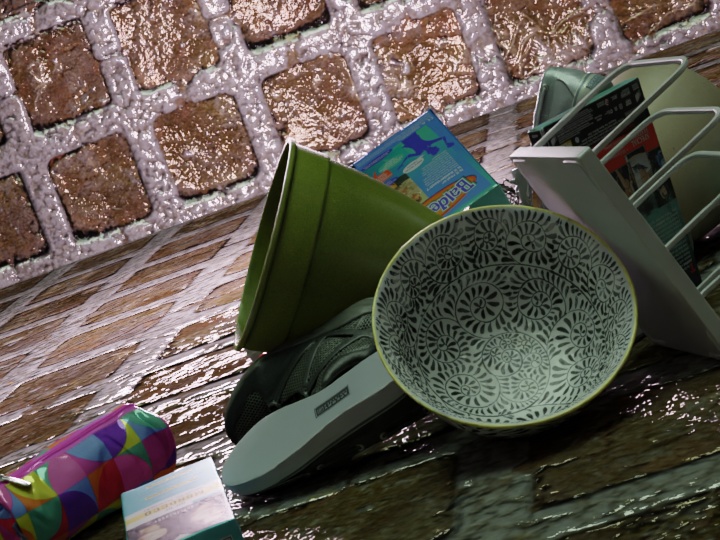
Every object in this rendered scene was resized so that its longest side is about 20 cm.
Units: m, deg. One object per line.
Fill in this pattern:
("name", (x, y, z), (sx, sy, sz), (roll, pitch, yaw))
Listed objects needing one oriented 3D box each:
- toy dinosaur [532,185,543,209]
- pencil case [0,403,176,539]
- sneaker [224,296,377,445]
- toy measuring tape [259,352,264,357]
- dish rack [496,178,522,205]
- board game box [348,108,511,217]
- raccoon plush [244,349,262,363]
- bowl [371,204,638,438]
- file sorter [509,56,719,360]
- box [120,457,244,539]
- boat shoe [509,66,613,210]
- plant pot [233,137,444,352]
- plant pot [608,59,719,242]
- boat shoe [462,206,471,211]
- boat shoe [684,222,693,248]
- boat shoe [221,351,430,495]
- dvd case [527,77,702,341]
("toy dinosaur", (0.143, 0.028, 1.409), (0.060, 0.106, 0.201), (-31, -29, -36))
("pencil case", (-0.253, 0.186, 1.498), (0.088, 0.089, 0.199), (-11, 12, 43))
("sneaker", (-0.043, 0.112, 1.478), (0.199, 0.076, 0.115), (-32, 25, 20))
("toy measuring tape", (-0.049, 0.088, 1.651), (0.073, 0.074, 0.200), (-25, 10, -24))
("dish rack", (0.134, -0.066, 1.852), (0.152, 0.055, 0.200), (8, 13, -28))
("board game box", (0.055, -0.072, 1.761), (0.152, 0.045, 0.200), (-35, 33, 1))
("raccoon plush", (-0.023, 0.056, 1.848), (0.201, 0.096, 0.134), (-54, 30, 7))
("bowl", (0.111, 0.057, 1.314), (0.199, 0.095, 0.202), (-3, 54, 4))
("file sorter", (0.242, -0.050, 1.325), (0.124, 0.200, 0.139), (-41, 14, -9))
("box", (-0.132, 0.197, 1.277), (0.082, 0.050, 0.200), (-22, 9, -7))
("boat shoe", (0.173, -0.090, 1.527), (0.071, 0.202, 0.070), (24, 33, 26))
("plant pot", (0.000, 0.000, 1.577), (0.191, 0.202, 0.200), (15, 7, -7))
("plant pot", (0.257, -0.072, 1.661), (0.187, 0.188, 0.200), (-9, 29, 50))
("boat shoe", (0.080, 0.026, 1.453), (0.072, 0.068, 0.201), (-47, 12, 41))
("boat shoe", (0.214, 0.009, 1.540), (0.201, 0.075, 0.065), (-34, 13, -21))
("boat shoe", (-0.023, 0.132, 1.377), (0.199, 0.057, 0.069), (-33, 31, 18))
("dvd case", (0.219, -0.047, 1.443), (0.022, 0.201, 0.146), (-10, 14, 47))
